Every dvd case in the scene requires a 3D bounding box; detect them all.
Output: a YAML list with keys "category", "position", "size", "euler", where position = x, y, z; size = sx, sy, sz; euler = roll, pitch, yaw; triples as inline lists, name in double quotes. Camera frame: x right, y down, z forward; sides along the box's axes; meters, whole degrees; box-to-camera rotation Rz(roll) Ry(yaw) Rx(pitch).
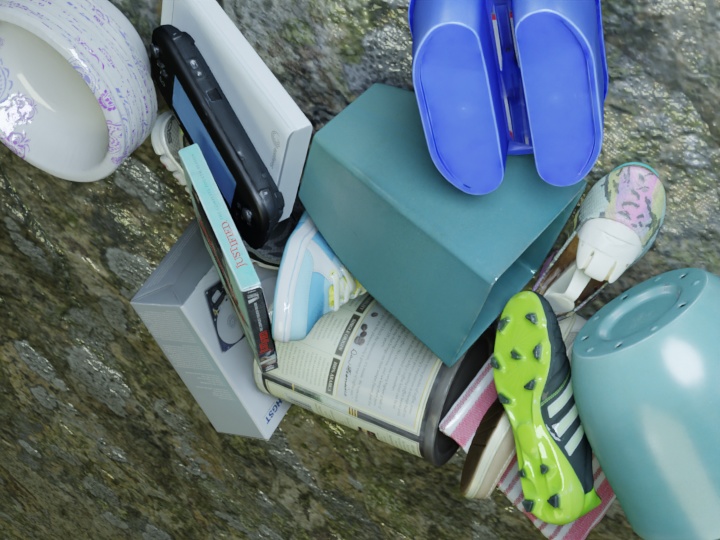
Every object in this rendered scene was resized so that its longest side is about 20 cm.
- category: "dvd case"
  position: [-0.115, -0.005, 1.148]
  size: [0.200, 0.022, 0.146]
  euler: [86, 159, -67]

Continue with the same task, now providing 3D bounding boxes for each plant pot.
- category: "plant pot"
  position: [0.056, -0.055, 1.089]
  size: [0.200, 0.141, 0.141]
  euler: [39, 147, 13]
- category: "plant pot"
  position: [0.267, 0.096, 1.050]
  size: [0.200, 0.201, 0.161]
  euler: [-19, 109, 50]

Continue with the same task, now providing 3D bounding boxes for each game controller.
- category: "game controller"
  position: [-0.128, -0.113, 1.106]
  size: [0.200, 0.042, 0.104]
  euler: [60, 154, 10]

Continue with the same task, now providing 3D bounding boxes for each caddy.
- category: "caddy"
  position: [0.110, -0.151, 0.952]
  size: [0.141, 0.105, 0.200]
  euler: [-4, 134, 13]

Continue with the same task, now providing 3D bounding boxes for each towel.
- category: "towel"
  position: [0.178, 0.158, 1.238]
  size: [0.200, 0.146, 0.030]
  euler: [46, 161, -17]

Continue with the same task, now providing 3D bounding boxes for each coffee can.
- category: "coffee can"
  position: [0.015, 0.090, 1.284]
  size: [0.200, 0.146, 0.146]
  euler: [21, 144, 20]

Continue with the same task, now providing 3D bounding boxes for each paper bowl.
- category: "paper bowl"
  position: [-0.281, -0.191, 1.222]
  size: [0.200, 0.104, 0.201]
  euler: [23, 143, 19]

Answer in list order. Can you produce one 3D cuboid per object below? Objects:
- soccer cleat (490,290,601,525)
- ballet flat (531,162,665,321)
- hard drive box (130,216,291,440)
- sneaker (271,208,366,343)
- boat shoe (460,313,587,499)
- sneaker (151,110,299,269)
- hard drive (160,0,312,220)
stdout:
- category: "soccer cleat"
  position: [0.163, 0.117, 1.109]
  size: [0.067, 0.081, 0.200]
  euler: [-12, 84, 43]
- category: "ballet flat"
  position: [0.194, -0.009, 1.081]
  size: [0.069, 0.071, 0.200]
  euler: [31, 146, 2]
- category: "hard drive box"
  position: [-0.129, 0.052, 1.352]
  size: [0.077, 0.156, 0.200]
  euler: [3, 136, 36]
- category: "sneaker"
  position: [0.000, 0.000, 1.155]
  size: [0.130, 0.200, 0.080]
  euler: [14, 132, 7]
- category: "boat shoe"
  position: [0.158, 0.127, 1.169]
  size: [0.065, 0.200, 0.072]
  euler: [33, 163, -3]
- category: "sneaker"
  position: [-0.116, -0.082, 1.247]
  size: [0.200, 0.074, 0.087]
  euler: [50, 149, -14]
- category: "hard drive"
  position: [-0.115, -0.153, 1.124]
  size: [0.200, 0.027, 0.132]
  euler: [53, 151, 22]
